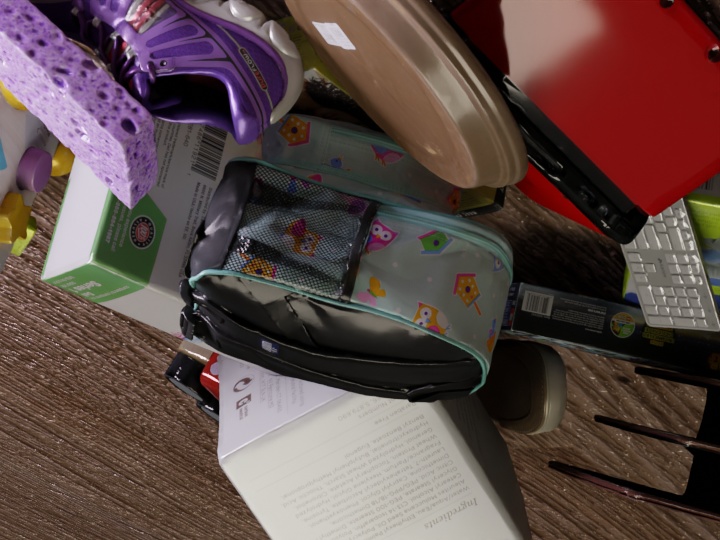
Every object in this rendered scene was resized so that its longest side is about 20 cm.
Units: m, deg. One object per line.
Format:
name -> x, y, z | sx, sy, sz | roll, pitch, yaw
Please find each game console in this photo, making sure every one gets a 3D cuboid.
game console -> 0.120, -0.122, 1.116 | 0.200, 0.119, 0.172 | 41, 176, -30

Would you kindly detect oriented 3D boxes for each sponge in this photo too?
sponge -> -0.204, -0.130, 1.134 | 0.200, 0.030, 0.112 | 42, 165, 8

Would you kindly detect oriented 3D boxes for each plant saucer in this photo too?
plant saucer -> 0.017, -0.119, 1.051 | 0.200, 0.029, 0.200 | 47, 172, 8

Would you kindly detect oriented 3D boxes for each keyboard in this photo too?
keyboard -> 0.186, -0.041, 1.202 | 0.056, 0.011, 0.201 | -1, 127, 32

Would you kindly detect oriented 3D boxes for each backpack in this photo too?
backpack -> 0.000, 0.000, 1.183 | 0.198, 0.154, 0.176 | 22, 160, 2

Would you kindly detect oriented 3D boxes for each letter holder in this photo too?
letter holder -> 0.231, 0.124, 1.377 | 0.141, 0.102, 0.200 | 14, 178, -10

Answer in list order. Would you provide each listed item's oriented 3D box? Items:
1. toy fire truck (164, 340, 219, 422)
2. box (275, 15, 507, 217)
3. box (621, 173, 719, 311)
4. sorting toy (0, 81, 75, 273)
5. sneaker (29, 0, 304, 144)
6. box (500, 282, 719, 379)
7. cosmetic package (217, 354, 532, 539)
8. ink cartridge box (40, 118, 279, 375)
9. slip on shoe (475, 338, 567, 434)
toy fire truck -> -0.052, 0.128, 1.573 | 0.199, 0.129, 0.176 | 24, 164, 31
box -> 0.012, -0.097, 1.219 | 0.075, 0.051, 0.199 | -11, 149, 41
box -> 0.250, -0.017, 1.293 | 0.121, 0.048, 0.200 | 10, 156, 7
sorting toy -> -0.282, -0.037, 1.324 | 0.106, 0.182, 0.200 | 7, 157, 10
sneaker -> -0.132, -0.139, 1.111 | 0.199, 0.084, 0.081 | 24, 145, 14
box -> 0.204, 0.049, 1.417 | 0.198, 0.040, 0.137 | 12, 179, -2
cosmetic package -> 0.009, 0.137, 1.398 | 0.164, 0.165, 0.201 | -27, 114, 9
ink cartridge box -> -0.104, -0.028, 1.303 | 0.199, 0.146, 0.084 | 25, 157, -29
slip on shoe -> 0.104, 0.088, 1.504 | 0.060, 0.077, 0.200 | -2, -172, -20
